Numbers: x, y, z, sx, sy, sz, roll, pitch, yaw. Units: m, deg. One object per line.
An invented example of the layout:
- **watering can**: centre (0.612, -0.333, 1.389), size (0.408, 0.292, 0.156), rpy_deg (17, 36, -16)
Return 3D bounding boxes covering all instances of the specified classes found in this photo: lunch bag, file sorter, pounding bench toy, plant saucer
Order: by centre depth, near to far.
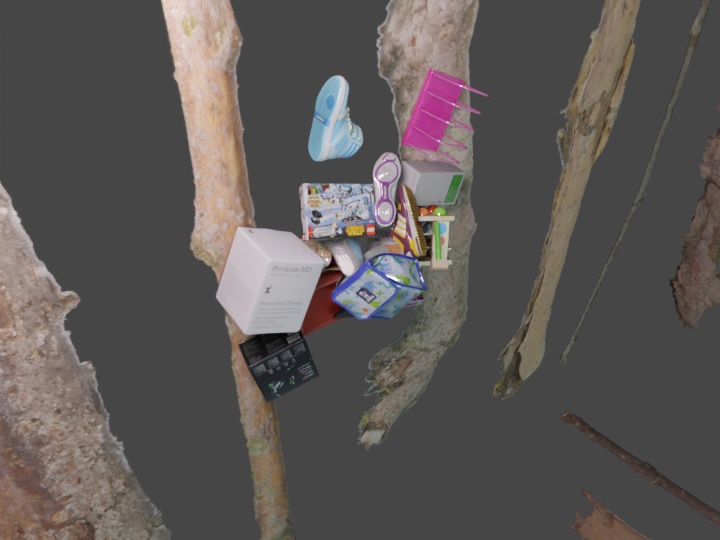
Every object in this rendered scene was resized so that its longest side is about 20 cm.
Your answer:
- **lunch bag**: centre (0.045, 0.040, 1.422), size (0.198, 0.129, 0.170), rpy_deg (13, 138, -38)
- **file sorter**: centre (0.229, -0.398, 1.447), size (0.138, 0.125, 0.202), rpy_deg (-2, 122, -43)
- **pounding bench toy**: centre (0.200, -0.097, 1.545), size (0.122, 0.200, 0.159), rpy_deg (-2, 106, -16)
- **plant saucer**: centre (-0.113, 0.096, 1.594), size (0.198, 0.037, 0.202), rpy_deg (-22, 134, -29)

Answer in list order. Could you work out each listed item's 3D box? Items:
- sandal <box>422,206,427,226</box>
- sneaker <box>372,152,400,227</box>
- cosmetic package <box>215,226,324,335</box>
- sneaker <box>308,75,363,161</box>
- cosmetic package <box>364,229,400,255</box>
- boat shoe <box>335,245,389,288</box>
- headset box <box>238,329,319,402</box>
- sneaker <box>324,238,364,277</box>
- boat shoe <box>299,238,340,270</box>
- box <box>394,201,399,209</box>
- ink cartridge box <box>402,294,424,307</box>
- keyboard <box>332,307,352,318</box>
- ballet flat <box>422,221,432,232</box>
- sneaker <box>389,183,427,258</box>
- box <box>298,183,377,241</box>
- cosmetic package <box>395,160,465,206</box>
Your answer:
- **sandal**: centre (0.145, -0.105, 1.665), size (0.203, 0.050, 0.082), rpy_deg (-49, 142, 2)
- **sneaker**: centre (0.059, -0.213, 1.462), size (0.074, 0.100, 0.203), rpy_deg (8, 84, -8)
- **cosmetic package**: centre (-0.222, 0.024, 1.327), size (0.166, 0.166, 0.202), rpy_deg (2, 119, -44)
- **sneaker**: centre (-0.040, -0.350, 1.270), size (0.129, 0.080, 0.202), rpy_deg (-8, 136, -37)
- **cosmetic package**: centre (0.064, -0.018, 1.620), size (0.100, 0.072, 0.202), rpy_deg (-4, 126, -18)
- **boat shoe**: centre (0.000, 0.000, 1.538), size (0.200, 0.060, 0.076), rpy_deg (-43, 112, 4)
- **headset box**: centre (-0.226, 0.260, 1.553), size (0.172, 0.093, 0.201), rpy_deg (-26, 136, -11)
- **sneaker**: centre (-0.046, -0.085, 1.457), size (0.082, 0.073, 0.203), rpy_deg (-42, 117, -56)
- **boat shoe**: centre (-0.100, -0.039, 1.469), size (0.198, 0.069, 0.074), rpy_deg (4, 118, -45)
- **box**: centre (0.036, -0.158, 1.526), size (0.198, 0.039, 0.042), rpy_deg (-14, 129, -36)
- **ink cartridge box**: centre (0.078, 0.064, 1.576), size (0.197, 0.096, 0.037), rpy_deg (-9, 153, -13)
- **keyboard**: centre (0.011, 0.111, 1.651), size (0.126, 0.021, 0.199), rpy_deg (-29, 164, 29)
- **ballet flat**: centre (0.197, -0.091, 1.722), size (0.069, 0.069, 0.202), rpy_deg (7, 117, -46)
- **sneaker**: centre (0.112, -0.128, 1.468), size (0.089, 0.203, 0.075), rpy_deg (-15, 175, 25)
- **box**: centre (-0.055, -0.146, 1.371), size (0.197, 0.040, 0.139), rpy_deg (-4, 89, -30)
- **cosmetic package**: centre (0.195, -0.250, 1.568), size (0.198, 0.085, 0.109), rpy_deg (-11, 129, -40)
